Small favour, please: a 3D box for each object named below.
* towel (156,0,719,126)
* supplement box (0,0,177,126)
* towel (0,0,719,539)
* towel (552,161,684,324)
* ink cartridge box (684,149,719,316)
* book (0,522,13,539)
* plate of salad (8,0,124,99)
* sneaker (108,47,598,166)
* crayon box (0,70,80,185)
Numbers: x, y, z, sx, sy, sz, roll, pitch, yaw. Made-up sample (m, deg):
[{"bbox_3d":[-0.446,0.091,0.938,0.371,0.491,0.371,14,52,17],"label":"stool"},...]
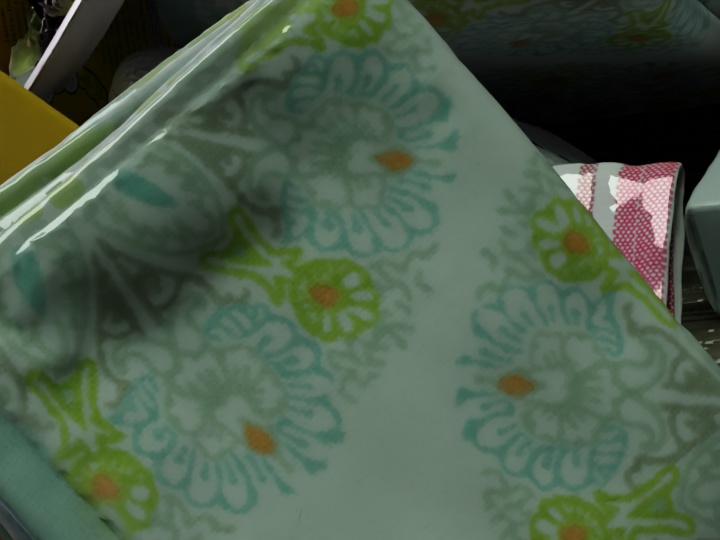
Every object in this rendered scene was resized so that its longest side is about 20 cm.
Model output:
[{"bbox_3d":[0.043,-0.091,0.940,0.170,0.048,0.200,-9,-11,22],"label":"towel"},{"bbox_3d":[-0.152,-0.097,1.083,0.108,0.110,0.200,-8,4,24],"label":"supplement box"},{"bbox_3d":[-0.002,0.036,0.639,0.171,0.200,0.048,-40,2,-24],"label":"towel"},{"bbox_3d":[-0.008,0.030,0.755,0.199,0.030,0.147,-1,55,16],"label":"towel"},{"bbox_3d":[0.224,-0.049,0.848,0.199,0.057,0.163,-10,24,32],"label":"ink cartridge box"},{"bbox_3d":[-0.071,0.100,0.642,0.199,0.134,0.048,-29,-9,-25],"label":"book"},{"bbox_3d":[-0.089,-0.136,0.884,0.201,0.048,0.200,-58,13,21],"label":"plate of salad"},{"bbox_3d":[0.000,0.000,0.878,0.199,0.115,0.075,12,20,-17],"label":"sneaker"},{"bbox_3d":[-0.158,-0.046,0.815,0.200,0.126,0.052,5,62,61],"label":"crayon box"}]
